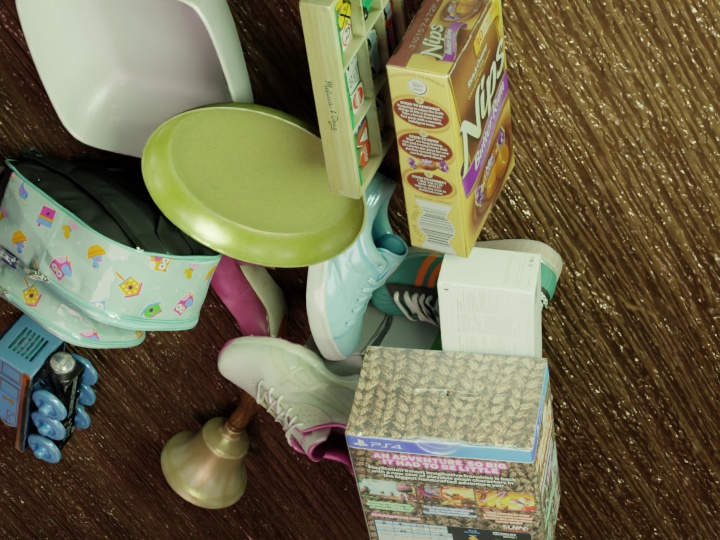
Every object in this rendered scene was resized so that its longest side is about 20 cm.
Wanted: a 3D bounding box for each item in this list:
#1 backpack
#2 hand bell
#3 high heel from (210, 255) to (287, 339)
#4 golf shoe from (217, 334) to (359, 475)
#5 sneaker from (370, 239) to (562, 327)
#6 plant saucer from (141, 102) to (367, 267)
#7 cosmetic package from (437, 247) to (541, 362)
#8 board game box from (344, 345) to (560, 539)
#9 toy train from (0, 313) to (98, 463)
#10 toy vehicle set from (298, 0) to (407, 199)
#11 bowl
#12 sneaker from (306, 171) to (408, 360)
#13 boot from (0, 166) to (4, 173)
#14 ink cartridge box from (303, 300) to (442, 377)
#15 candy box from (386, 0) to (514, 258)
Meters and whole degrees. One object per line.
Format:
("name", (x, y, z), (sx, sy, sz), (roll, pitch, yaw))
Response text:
("backpack", (-0.234, -0.012, 1.657), (0.200, 0.153, 0.176), (25, -168, 33))
("hand bell", (-0.133, 0.161, 1.950), (0.104, 0.104, 0.200), (31, 130, -4))
("high heel", (-0.125, 0.026, 1.778), (0.096, 0.067, 0.200), (8, 125, 10))
("golf shoe", (-0.054, 0.125, 1.694), (0.200, 0.092, 0.075), (21, 139, 16))
("sneaker", (0.083, 0.023, 1.628), (0.200, 0.080, 0.071), (-9, 132, 37))
("plant saucer", (-0.088, -0.078, 1.546), (0.200, 0.031, 0.200), (10, 141, 8))
("cosmetic package", (0.114, 0.064, 1.555), (0.082, 0.051, 0.200), (5, 139, 10))
("board game box", (0.085, 0.169, 1.571), (0.159, 0.097, 0.200), (4, 139, 13))
("toy train", (-0.367, 0.139, 2.058), (0.114, 0.087, 0.200), (33, 146, 9))
("toy vehicle set", (0.000, -0.169, 1.420), (0.026, 0.124, 0.200), (13, 141, 20))
("bowl", (-0.184, -0.190, 1.555), (0.200, 0.075, 0.200), (10, 140, 23))
("sneaker", (0.000, 0.000, 1.632), (0.082, 0.074, 0.200), (12, 123, 19))
("boot", (-0.298, -0.024, 1.808), (0.200, 0.074, 0.096), (46, 161, -21))
("ink cartridge box", (0.062, 0.103, 1.736), (0.200, 0.084, 0.146), (-2, 133, 34))
("candy box", (0.075, -0.121, 1.437), (0.056, 0.117, 0.200), (12, 141, 21))
